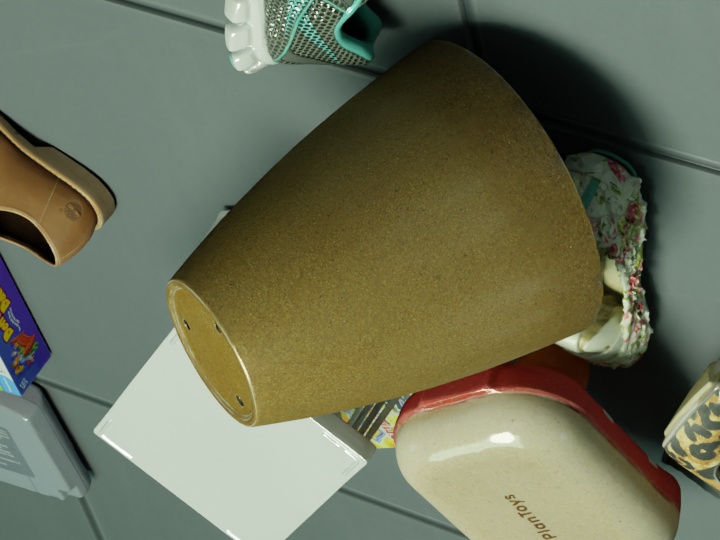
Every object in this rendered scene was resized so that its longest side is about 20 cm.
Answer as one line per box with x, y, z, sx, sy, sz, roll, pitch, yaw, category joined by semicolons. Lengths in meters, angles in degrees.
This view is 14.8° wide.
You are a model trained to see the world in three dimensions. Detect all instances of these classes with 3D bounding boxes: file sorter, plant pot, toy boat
-0.055;0.067;1.738;0.139;0.125;0.200;37;150;-3;file sorter
0.000;0.000;1.540;0.186;0.200;0.186;51;160;26;plant pot
0.115;0.101;1.699;0.130;0.131;0.200;-15;137;32;toy boat

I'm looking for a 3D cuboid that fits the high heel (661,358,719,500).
0.252;0.120;1.649;0.143;0.071;0.200;34;168;12;high heel

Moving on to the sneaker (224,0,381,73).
-0.029;-0.181;1.511;0.091;0.078;0.200;9;149;10;sneaker

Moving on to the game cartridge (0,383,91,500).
-0.321;0.117;2.258;0.200;0.040;0.133;14;149;31;game cartridge

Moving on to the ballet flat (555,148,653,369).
0.130;0.008;1.622;0.076;0.064;0.200;20;148;22;ballet flat

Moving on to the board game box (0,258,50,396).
-0.328;0.001;2.082;0.134;0.045;0.200;15;146;30;board game box

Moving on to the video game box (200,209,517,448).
0.014;0.034;1.795;0.182;0.047;0.200;-5;133;51;video game box

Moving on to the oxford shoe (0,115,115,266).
-0.270;-0.071;1.895;0.200;0.071;0.071;30;152;10;oxford shoe
